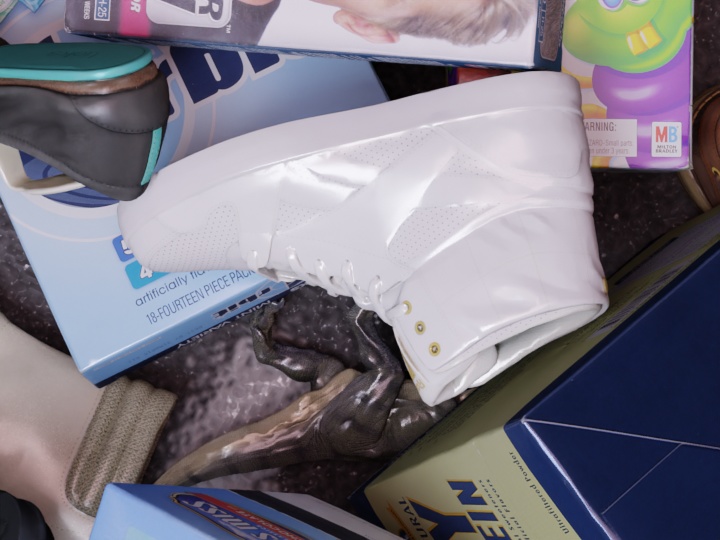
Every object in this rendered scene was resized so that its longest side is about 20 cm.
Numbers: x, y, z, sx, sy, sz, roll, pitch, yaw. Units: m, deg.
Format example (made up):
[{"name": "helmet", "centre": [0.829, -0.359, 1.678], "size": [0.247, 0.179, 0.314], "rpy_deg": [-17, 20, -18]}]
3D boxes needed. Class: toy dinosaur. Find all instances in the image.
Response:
[{"name": "toy dinosaur", "centre": [-0.008, 0.050, 1.181], "size": [0.199, 0.047, 0.089], "rpy_deg": [-10, 98, 2]}]

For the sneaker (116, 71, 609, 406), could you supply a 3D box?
[{"name": "sneaker", "centre": [0.000, 0.000, 1.057], "size": [0.199, 0.074, 0.116], "rpy_deg": [-14, 76, 17]}]

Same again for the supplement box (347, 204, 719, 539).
[{"name": "supplement box", "centre": [0.134, 0.071, 1.078], "size": [0.200, 0.200, 0.135], "rpy_deg": [-38, 91, -23]}]

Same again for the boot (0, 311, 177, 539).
[{"name": "boot", "centre": [-0.183, 0.112, 1.165], "size": [0.154, 0.072, 0.201], "rpy_deg": [27, 88, -4]}]

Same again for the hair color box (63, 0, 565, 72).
[{"name": "hair color box", "centre": [-0.016, -0.137, 1.081], "size": [0.199, 0.060, 0.101], "rpy_deg": [5, 93, 15]}]

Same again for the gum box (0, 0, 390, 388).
[{"name": "gum box", "centre": [-0.083, -0.077, 1.152], "size": [0.169, 0.045, 0.201], "rpy_deg": [-25, 77, 0]}]

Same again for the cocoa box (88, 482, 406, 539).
[{"name": "cocoa box", "centre": [-0.043, 0.197, 1.022], "size": [0.133, 0.131, 0.201], "rpy_deg": [23, 98, 37]}]

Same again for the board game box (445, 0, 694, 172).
[{"name": "board game box", "centre": [0.088, -0.143, 1.147], "size": [0.102, 0.105, 0.201], "rpy_deg": [1, 91, 0]}]

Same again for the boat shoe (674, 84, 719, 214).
[{"name": "boat shoe", "centre": [0.213, 0.001, 1.171], "size": [0.072, 0.068, 0.200], "rpy_deg": [-41, 92, 0]}]

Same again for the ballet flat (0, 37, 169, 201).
[{"name": "ballet flat", "centre": [-0.159, -0.068, 1.091], "size": [0.199, 0.068, 0.069], "rpy_deg": [17, 121, 39]}]

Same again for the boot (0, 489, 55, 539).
[{"name": "boot", "centre": [-0.141, 0.190, 1.075], "size": [0.162, 0.074, 0.198], "rpy_deg": [32, 111, -31]}]
